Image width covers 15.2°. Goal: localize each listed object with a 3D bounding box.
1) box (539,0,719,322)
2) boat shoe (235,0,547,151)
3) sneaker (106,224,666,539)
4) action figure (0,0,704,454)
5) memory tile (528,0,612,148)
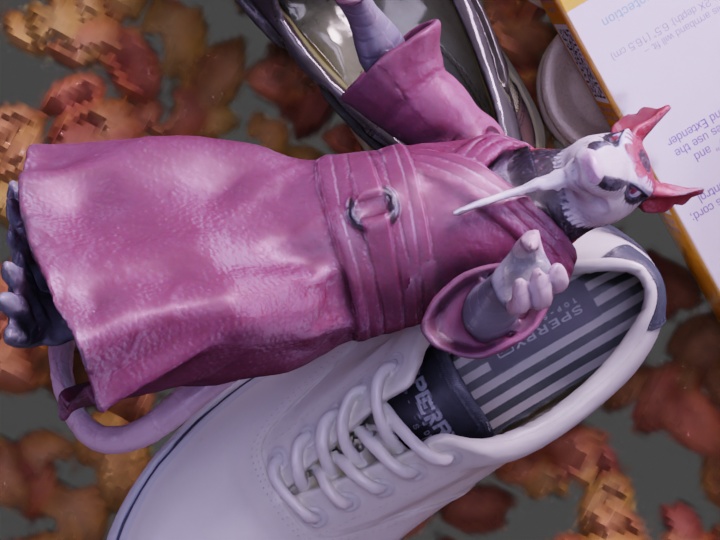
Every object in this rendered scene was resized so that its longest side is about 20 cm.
[{"bbox_3d":[0.150,-0.038,0.834,0.119,0.041,0.200,-29,98,-1],"label":"box"},{"bbox_3d":[-0.009,-0.102,0.832,0.072,0.066,0.201,-36,88,-5],"label":"boat shoe"},{"bbox_3d":[0.005,0.046,0.819,0.200,0.071,0.073,-36,88,-4],"label":"sneaker"},{"bbox_3d":[0.000,0.000,0.766,0.200,0.149,0.134,-9,53,-3],"label":"action figure"},{"bbox_3d":[0.110,-0.141,0.865,0.153,0.017,0.200,-14,87,-3],"label":"memory tile"}]
